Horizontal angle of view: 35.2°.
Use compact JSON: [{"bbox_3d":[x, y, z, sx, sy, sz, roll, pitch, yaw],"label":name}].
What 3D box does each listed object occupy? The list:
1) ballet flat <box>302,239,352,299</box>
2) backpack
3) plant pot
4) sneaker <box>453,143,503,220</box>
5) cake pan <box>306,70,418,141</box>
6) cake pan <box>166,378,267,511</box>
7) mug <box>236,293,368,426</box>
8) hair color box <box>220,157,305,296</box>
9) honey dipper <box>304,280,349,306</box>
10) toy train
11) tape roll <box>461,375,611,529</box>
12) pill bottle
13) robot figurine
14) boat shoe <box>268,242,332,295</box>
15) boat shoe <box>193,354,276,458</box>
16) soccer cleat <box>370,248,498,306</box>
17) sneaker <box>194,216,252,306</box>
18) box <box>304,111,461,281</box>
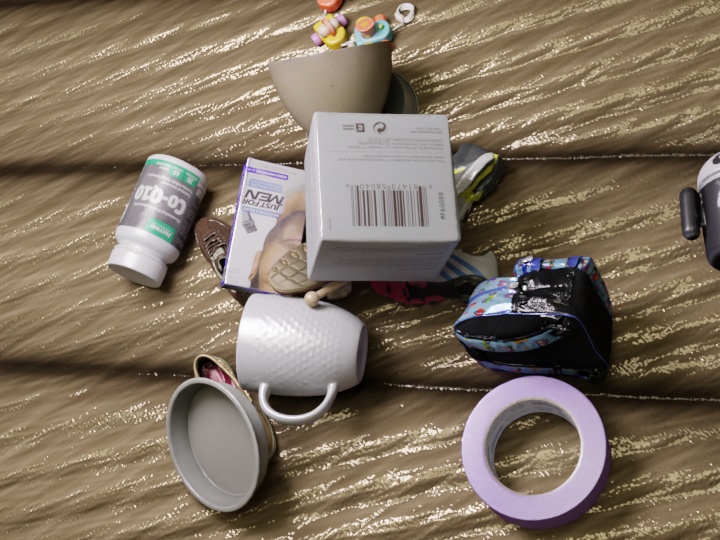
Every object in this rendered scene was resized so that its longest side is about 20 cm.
[{"bbox_3d":[-0.093,-0.016,1.809,0.199,0.057,0.067,35,83,28],"label":"ballet flat"},{"bbox_3d":[0.240,0.069,1.596,0.199,0.183,0.135,-4,57,30],"label":"backpack"},{"bbox_3d":[-0.037,-0.281,1.808,0.199,0.200,0.136,-9,100,15],"label":"plant pot"},{"bbox_3d":[0.133,-0.119,1.777,0.200,0.075,0.085,-40,47,-6],"label":"sneaker"},{"bbox_3d":[-0.003,-0.262,1.897,0.199,0.037,0.202,-7,66,16],"label":"cake pan"},{"bbox_3d":[-0.209,0.253,1.676,0.199,0.037,0.202,11,108,39],"label":"cake pan"},{"bbox_3d":[-0.086,0.137,1.684,0.174,0.148,0.201,5,57,11],"label":"mug"},{"bbox_3d":[-0.144,-0.063,1.761,0.108,0.065,0.202,11,82,-12],"label":"hair color box"},{"bbox_3d":[0.000,0.000,1.688,0.199,0.038,0.038,-29,58,-25],"label":"honey dipper"},{"bbox_3d":[-0.013,-0.451,1.974,0.199,0.056,0.151,23,77,27],"label":"toy train"},{"bbox_3d":[0.243,0.251,1.571,0.198,0.066,0.202,-8,64,16],"label":"tape roll"},{"bbox_3d":[-0.339,-0.081,1.892,0.112,0.113,0.201,12,72,23],"label":"pill bottle"},{"bbox_3d":[0.535,-0.074,1.576,0.124,0.149,0.202,-28,54,47],"label":"robot figurine"},{"bbox_3d":[-0.047,-0.011,1.725,0.199,0.068,0.072,-28,66,-19],"label":"boat shoe"},{"bbox_3d":[-0.201,0.210,1.742,0.074,0.066,0.200,-40,61,-1],"label":"boat shoe"},{"bbox_3d":[0.116,0.006,1.730,0.198,0.070,0.087,1,46,22],"label":"soccer cleat"},{"bbox_3d":[-0.216,-0.026,1.846,0.070,0.076,0.200,-40,61,-1],"label":"sneaker"},{"bbox_3d":[0.025,-0.102,1.622,0.197,0.172,0.202,0,69,-9],"label":"box"}]
